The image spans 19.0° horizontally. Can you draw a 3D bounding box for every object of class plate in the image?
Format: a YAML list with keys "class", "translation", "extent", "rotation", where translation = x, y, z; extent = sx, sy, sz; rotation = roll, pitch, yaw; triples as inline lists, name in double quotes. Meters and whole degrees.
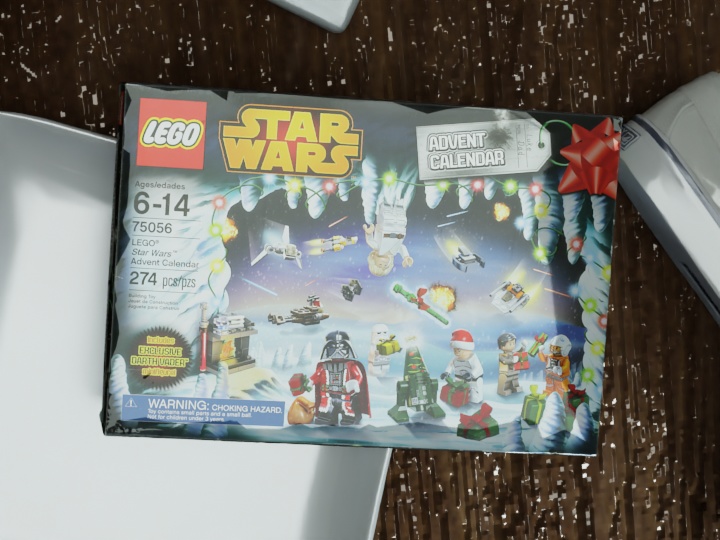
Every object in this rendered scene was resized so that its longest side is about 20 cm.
- class: "plate"
  translation: [-0.082, 0.051, 0.880]
  extent: [0.198, 0.032, 0.201]
  rotation: [13, 95, -9]

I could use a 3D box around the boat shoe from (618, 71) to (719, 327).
- class: "boat shoe"
  translation: [0.182, 0.008, 0.899]
  extent: [0.066, 0.072, 0.200]
  rotation: [-37, 94, -1]

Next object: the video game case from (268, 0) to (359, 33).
- class: "video game case"
  translation: [-0.047, -0.224, 0.858]
  extent: [0.181, 0.023, 0.201]
  rotation: [25, 93, -11]

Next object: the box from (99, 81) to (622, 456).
- class: "box"
  translation: [0.000, 0.000, 0.851]
  extent: [0.199, 0.040, 0.138]
  rotation: [3, 94, -10]
